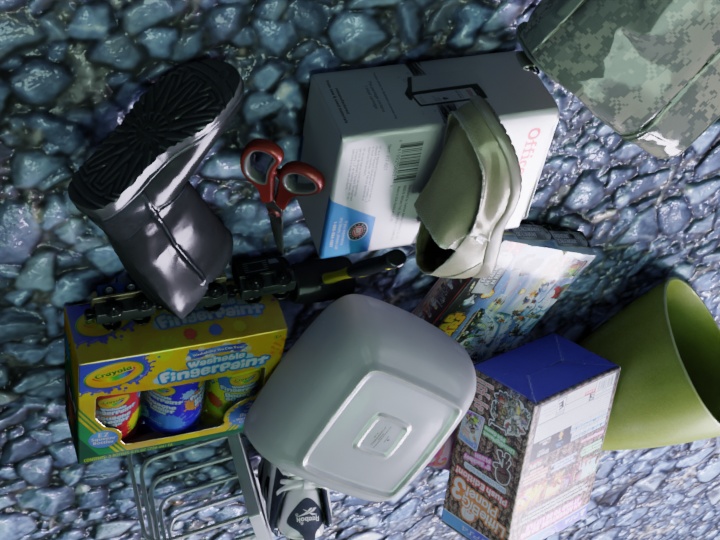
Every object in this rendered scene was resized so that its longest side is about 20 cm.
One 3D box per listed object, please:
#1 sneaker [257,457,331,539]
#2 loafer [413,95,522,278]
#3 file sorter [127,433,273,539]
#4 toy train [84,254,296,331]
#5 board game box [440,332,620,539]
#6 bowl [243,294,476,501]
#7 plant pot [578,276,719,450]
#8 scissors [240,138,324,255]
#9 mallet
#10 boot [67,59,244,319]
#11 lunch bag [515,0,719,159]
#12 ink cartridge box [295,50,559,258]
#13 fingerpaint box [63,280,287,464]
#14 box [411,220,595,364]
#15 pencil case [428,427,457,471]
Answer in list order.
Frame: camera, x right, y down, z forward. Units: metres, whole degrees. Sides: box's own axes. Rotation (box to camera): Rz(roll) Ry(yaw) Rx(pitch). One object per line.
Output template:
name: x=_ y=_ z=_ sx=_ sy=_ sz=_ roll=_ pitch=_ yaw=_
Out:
sneaker: x=-0.060 y=0.225 z=1.338 sx=0.079 sy=0.131 sz=0.200 roll=4 pitch=137 yaw=-26
loafer: x=0.082 y=-0.055 z=1.004 sx=0.068 sy=0.076 sz=0.201 roll=-20 pitch=143 yaw=-15
file sorter: x=-0.168 y=0.271 z=1.366 sx=0.123 sy=0.140 sz=0.201 roll=-17 pitch=143 yaw=-5
toy train: x=-0.156 y=0.016 z=1.130 sx=0.198 sy=0.046 sz=0.034 roll=-10 pitch=150 yaw=-20
board game box: x=0.189 y=0.194 z=1.376 sx=0.158 sy=0.096 sz=0.202 roll=-15 pitch=122 yaw=-43
bowl: x=0.010 y=0.140 z=1.209 sx=0.199 sy=0.075 sz=0.201 roll=27 pitch=108 yaw=-34
plant pot: x=0.317 y=0.133 z=1.453 sx=0.199 sy=0.189 sz=0.186 roll=-27 pitch=147 yaw=30
scissors: x=-0.080 y=-0.061 z=1.078 sx=0.072 sy=0.014 sz=0.200 roll=23 pitch=158 yaw=-6
mallet: x=0.000 y=0.000 z=1.123 sx=0.065 sy=0.042 sz=0.199 roll=-8 pitch=177 yaw=-31
boot: x=-0.139 y=-0.062 z=1.020 sx=0.165 sy=0.066 sz=0.200 roll=-41 pitch=151 yaw=-8
lunch bag: x=0.238 y=-0.212 z=0.984 sx=0.167 sy=0.140 sz=0.200 roll=17 pitch=127 yaw=-43
ink cartridge box: x=0.054 y=-0.100 z=1.067 sx=0.198 sy=0.085 sz=0.147 roll=-10 pitch=141 yaw=-20
fingerpaint box: x=-0.181 y=0.098 z=1.193 sx=0.198 sy=0.074 sz=0.168 roll=-8 pitch=141 yaw=-21
box: x=0.139 y=0.030 z=1.316 sx=0.136 sy=0.040 sz=0.201 roll=7 pitch=134 yaw=-37
pencil case: x=0.063 y=0.181 z=1.383 sx=0.087 sy=0.088 sz=0.199 roll=-42 pitch=145 yaw=23
